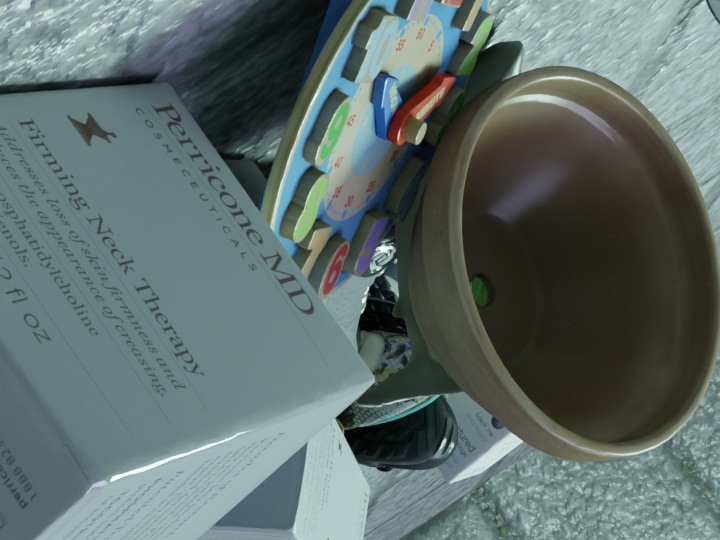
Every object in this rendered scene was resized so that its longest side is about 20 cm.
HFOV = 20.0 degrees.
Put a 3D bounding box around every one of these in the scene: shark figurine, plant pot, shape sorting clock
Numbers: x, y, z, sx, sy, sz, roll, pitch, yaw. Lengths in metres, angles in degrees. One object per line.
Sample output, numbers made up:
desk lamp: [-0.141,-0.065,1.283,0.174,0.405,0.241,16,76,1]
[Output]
shark figurine: [0.028,-0.027,1.168,0.089,0.216,0.128,14,176,-18]
plant pot: [0.090,0.002,1.058,0.200,0.202,0.092,-24,-174,-43]
shape sorting clock: [0.011,-0.071,0.957,0.200,0.039,0.201,-54,158,-33]

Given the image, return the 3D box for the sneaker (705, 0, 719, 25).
sneaker: [0.292,-0.215,1.193,0.202,0.077,0.146,-38,-176,-41]

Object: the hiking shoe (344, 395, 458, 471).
hiking shoe: [0.017,0.105,1.470,0.100,0.199,0.076,24,83,-37]

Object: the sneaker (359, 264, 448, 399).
sneaker: [0.025,0.019,1.447,0.200,0.077,0.087,61,45,-64]

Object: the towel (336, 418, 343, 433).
towel: [-0.084,0.118,1.408,0.142,0.023,0.200,10,162,0]

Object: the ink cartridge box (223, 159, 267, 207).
ink cartridge box: [-0.131,0.036,1.009,0.200,0.085,0.144,-40,167,17]

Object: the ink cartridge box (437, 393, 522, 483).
ink cartridge box: [0.114,0.045,1.565,0.200,0.145,0.084,-39,167,18]

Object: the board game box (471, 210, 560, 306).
board game box: [0.092,-0.030,1.232,0.200,0.030,0.096,-85,-165,-66]

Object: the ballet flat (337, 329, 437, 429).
ballet flat: [-0.026,0.074,1.393,0.200,0.073,0.072,-16,-175,45]

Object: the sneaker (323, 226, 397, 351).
sneaker: [0.000,0.000,1.263,0.115,0.075,0.200,-38,167,3]

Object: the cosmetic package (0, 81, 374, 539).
cosmetic package: [-0.138,0.042,0.815,0.166,0.168,0.200,-42,167,27]

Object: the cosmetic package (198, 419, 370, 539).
cosmetic package: [-0.047,0.145,1.260,0.073,0.102,0.200,2,156,13]
